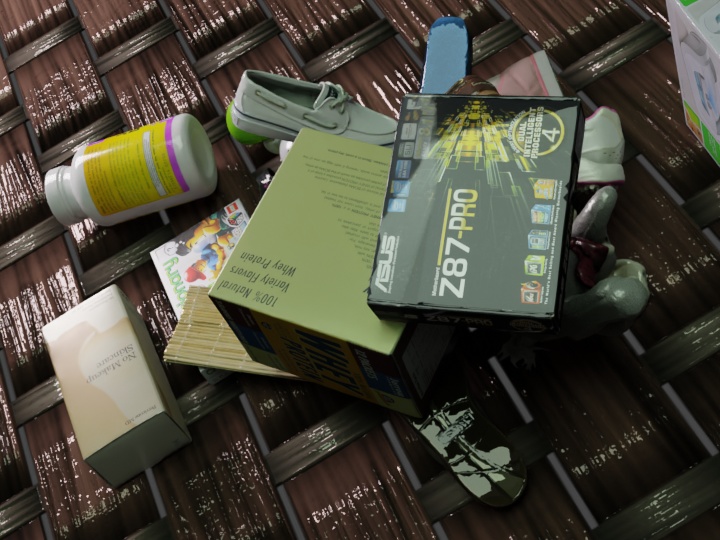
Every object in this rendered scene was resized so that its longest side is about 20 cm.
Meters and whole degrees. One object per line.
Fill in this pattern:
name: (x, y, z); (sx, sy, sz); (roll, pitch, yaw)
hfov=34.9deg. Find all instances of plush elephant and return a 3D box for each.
plush elephant: (0.201, -0.010, 1.097); (0.164, 0.201, 0.155); (31, 57, 12)

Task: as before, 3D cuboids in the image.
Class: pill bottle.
pill bottle: (-0.284, -0.117, 1.415); (0.198, 0.105, 0.105); (-16, 51, 11)

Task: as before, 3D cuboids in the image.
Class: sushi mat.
sushi mat: (-0.113, 0.066, 1.223); (0.198, 0.012, 0.096); (5, 59, 24)

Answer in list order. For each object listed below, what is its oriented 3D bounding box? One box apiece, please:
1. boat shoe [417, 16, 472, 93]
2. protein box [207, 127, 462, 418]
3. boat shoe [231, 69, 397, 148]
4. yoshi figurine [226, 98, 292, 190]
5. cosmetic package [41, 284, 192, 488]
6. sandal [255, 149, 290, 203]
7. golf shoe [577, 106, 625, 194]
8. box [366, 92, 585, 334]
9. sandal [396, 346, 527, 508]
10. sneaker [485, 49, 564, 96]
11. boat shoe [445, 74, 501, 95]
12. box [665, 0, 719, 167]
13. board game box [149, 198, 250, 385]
boat shoe: (0.103, -0.187, 1.322); (0.083, 0.069, 0.202); (14, 84, 15)
protein box: (0.000, 0.000, 1.099); (0.197, 0.135, 0.201); (16, 65, 25)
boat shoe: (-0.041, -0.172, 1.260); (0.198, 0.067, 0.074); (7, 40, -11)
yoshi figurine: (-0.095, -0.152, 1.362); (0.112, 0.112, 0.200); (-42, 47, -2)
cosmetic package: (-0.269, 0.123, 1.253); (0.105, 0.071, 0.201); (-32, 49, -2)
sandal: (-0.092, -0.074, 1.255); (0.047, 0.200, 0.076); (-8, 78, -14)
golf shoe: (0.174, -0.129, 1.167); (0.198, 0.075, 0.093); (7, 94, 22)
box: (0.101, -0.052, 0.975); (0.159, 0.049, 0.202); (4, 70, 20)
sandal: (0.091, 0.144, 1.103); (0.081, 0.055, 0.200); (-36, 65, -7)
sneaker: (0.185, -0.154, 1.265); (0.104, 0.076, 0.202); (-21, 47, 10)
boat shoe: (0.081, -0.123, 1.255); (0.200, 0.070, 0.070); (-49, 40, 8)
box: (0.388, -0.172, 1.108); (0.096, 0.201, 0.177); (-25, 50, 4)
board game box: (-0.153, 0.020, 1.304); (0.126, 0.035, 0.201); (-31, 50, 0)
